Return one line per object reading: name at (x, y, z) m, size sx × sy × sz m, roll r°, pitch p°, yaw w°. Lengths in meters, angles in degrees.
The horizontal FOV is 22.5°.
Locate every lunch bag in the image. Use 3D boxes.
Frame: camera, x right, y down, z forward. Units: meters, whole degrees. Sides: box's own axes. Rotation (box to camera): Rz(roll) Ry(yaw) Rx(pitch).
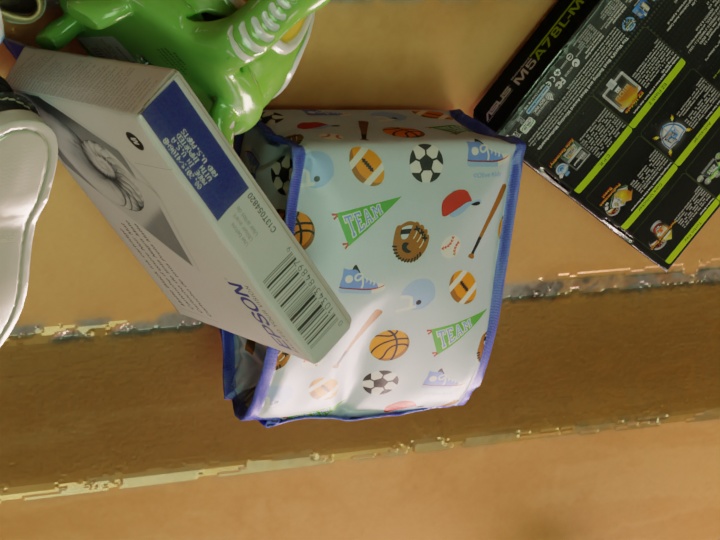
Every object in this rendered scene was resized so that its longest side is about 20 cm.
lunch bag at (0.000, 0.000, 1.170) m, size 0.169 × 0.124 × 0.201 m, roll -3°, pitch 109°, yaw -23°

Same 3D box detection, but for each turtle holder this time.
turtle holder at (-0.091, -0.156, 1.019) m, size 0.141 × 0.186 × 0.132 m, roll 37°, pitch 72°, yaw 1°

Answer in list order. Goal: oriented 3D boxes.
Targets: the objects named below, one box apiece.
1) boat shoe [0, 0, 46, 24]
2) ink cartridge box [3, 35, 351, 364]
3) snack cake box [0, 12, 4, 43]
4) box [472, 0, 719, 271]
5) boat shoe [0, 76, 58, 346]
boat shoe at (-0.249, -0.210, 0.987) m, size 0.200 × 0.063 × 0.073 m, roll 36°, pitch 99°, yaw -33°
ink cartridge box at (-0.121, -0.043, 1.047) m, size 0.041 × 0.200 × 0.200 m, roll -48°, pitch 126°, yaw -19°
snack cake box at (-0.299, -0.133, 0.932) m, size 0.199 × 0.067 × 0.115 m, roll 31°, pitch 80°, yaw -4°
box at (0.205, -0.127, 1.237) m, size 0.193 × 0.048 × 0.200 m, roll 32°, pitch 99°, yaw -35°
boat shoe at (-0.228, -0.019, 1.025) m, size 0.074 × 0.060 × 0.201 m, roll -5°, pitch 131°, yaw -36°
